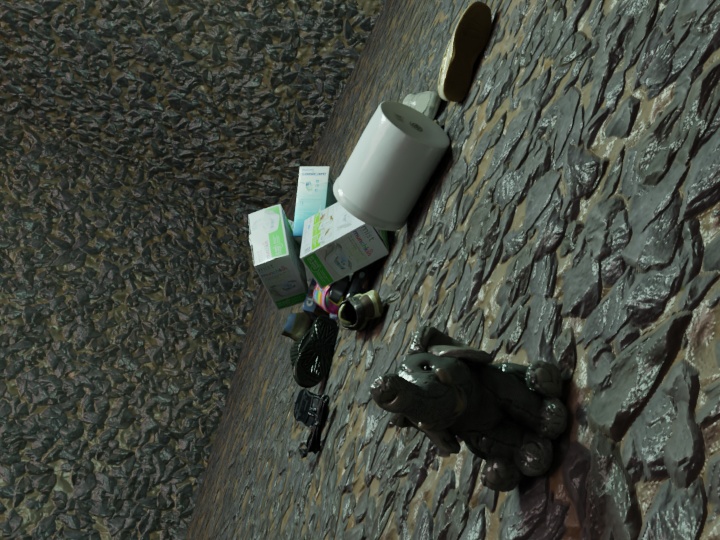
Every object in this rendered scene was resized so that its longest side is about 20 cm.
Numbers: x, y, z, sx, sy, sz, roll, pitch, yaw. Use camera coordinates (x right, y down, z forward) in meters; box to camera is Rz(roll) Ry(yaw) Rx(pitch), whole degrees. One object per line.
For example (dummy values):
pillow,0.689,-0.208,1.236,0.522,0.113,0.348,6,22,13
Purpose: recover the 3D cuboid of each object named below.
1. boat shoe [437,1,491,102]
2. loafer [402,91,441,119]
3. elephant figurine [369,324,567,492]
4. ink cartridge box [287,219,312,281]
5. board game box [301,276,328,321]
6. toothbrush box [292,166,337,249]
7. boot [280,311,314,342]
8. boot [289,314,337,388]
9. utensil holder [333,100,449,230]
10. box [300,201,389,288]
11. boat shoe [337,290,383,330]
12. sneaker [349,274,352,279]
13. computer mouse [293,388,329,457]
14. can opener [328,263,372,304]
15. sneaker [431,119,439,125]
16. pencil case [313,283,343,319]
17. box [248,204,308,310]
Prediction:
boat shoe,0.198,-0.432,1.482,0.201,0.073,0.069,-69,18,2
loafer,0.129,-0.366,1.686,0.200,0.070,0.070,170,121,-76
elephant figurine,0.086,0.116,0.719,0.155,0.199,0.142,126,161,-51
ink cartridge box,-0.162,-0.050,2.131,0.200,0.196,0.043,130,160,-55
board game box,-0.090,0.027,1.935,0.136,0.034,0.201,61,-134,-71
toothbrush box,-0.115,-0.156,1.980,0.146,0.085,0.201,63,-149,-70
boot,-0.159,0.127,2.054,0.200,0.097,0.075,-87,22,-56
boot,-0.129,0.220,1.789,0.158,0.079,0.211,-47,13,44
utensil holder,0.063,-0.209,1.486,0.200,0.169,0.170,-58,15,30
box,-0.035,-0.079,1.669,0.176,0.097,0.200,-27,25,12
boat shoe,-0.016,0.083,1.515,0.200,0.065,0.074,137,119,-65
sneaker,-0.022,-0.051,1.860,0.086,0.077,0.201,-22,-51,-58
computer mouse,-0.104,0.330,1.604,0.200,0.046,0.141,165,121,-69
can opener,0.000,0.000,1.661,0.063,0.079,0.200,-38,19,53
sneaker,0.098,-0.240,1.591,0.071,0.075,0.200,-85,20,-54
pencil case,-0.062,0.063,1.762,0.200,0.088,0.089,-159,90,-78
box,-0.212,-0.035,1.929,0.200,0.096,0.177,-104,-4,-46
